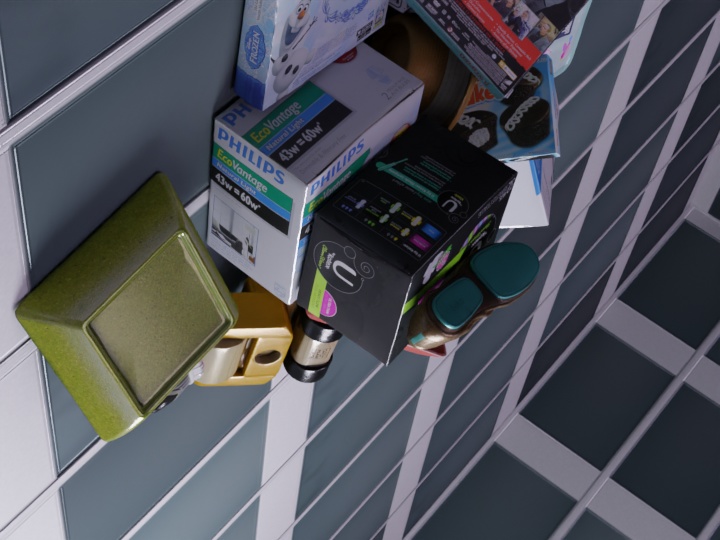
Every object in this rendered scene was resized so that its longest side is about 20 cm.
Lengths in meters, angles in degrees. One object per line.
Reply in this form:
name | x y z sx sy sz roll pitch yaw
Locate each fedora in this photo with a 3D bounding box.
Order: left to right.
fedora | 0.060 -0.226 1.540 0.201 0.082 0.201 -46 -144 48

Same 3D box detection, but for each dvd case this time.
dvd case | 0.157 -0.296 1.470 0.200 0.146 0.022 -50 -167 -18

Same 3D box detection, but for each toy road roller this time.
toy road roller | -0.114 0.045 1.637 0.199 0.146 0.123 -3 145 -21

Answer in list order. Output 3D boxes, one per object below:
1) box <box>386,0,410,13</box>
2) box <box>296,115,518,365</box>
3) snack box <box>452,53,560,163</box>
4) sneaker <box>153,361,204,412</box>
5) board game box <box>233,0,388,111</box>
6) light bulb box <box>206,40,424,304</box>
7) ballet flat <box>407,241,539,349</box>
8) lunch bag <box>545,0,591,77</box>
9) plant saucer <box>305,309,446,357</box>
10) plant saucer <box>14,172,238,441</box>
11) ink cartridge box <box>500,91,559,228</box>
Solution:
box | 0.089 -0.369 1.480 0.200 0.060 0.117 -43 159 -35
box | 0.048 -0.033 1.461 0.200 0.124 0.149 -45 159 -36
snack box | 0.128 -0.180 1.645 0.037 0.199 0.117 7 78 -72
sneaker | -0.220 0.096 1.486 0.088 0.074 0.200 -51 164 -17
board game box | -0.034 -0.279 1.350 0.200 0.043 0.199 -41 158 -37
light bulb box | -0.050 -0.110 1.476 0.198 0.125 0.200 -44 160 -32
ballet flat | 0.109 0.029 1.437 0.072 0.068 0.200 -42 176 41
lunch bag | 0.216 -0.330 1.698 0.200 0.122 0.171 -74 180 -48
plant saucer | 0.000 0.000 1.615 0.200 0.200 0.037 19 136 -36
plant saucer | -0.204 0.044 1.355 0.200 0.048 0.200 -47 137 -24
ink cartridge box | 0.198 -0.177 1.800 0.147 0.086 0.200 67 28 -51
